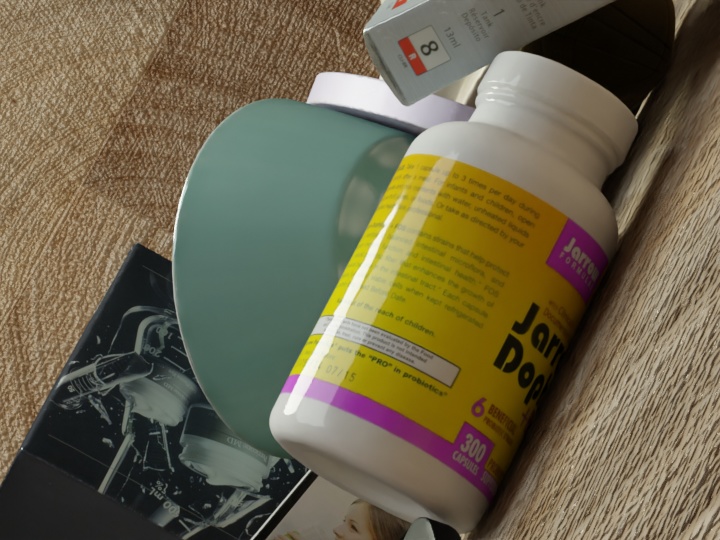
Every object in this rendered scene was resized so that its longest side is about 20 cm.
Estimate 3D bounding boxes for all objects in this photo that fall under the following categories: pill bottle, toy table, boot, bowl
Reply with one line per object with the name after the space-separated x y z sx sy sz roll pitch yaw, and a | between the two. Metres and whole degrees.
0.047 0.007 1.141 0.201 0.104 0.104 -63 4 -12 | pill bottle
0.056 -0.123 1.466 0.200 0.183 0.118 19 86 51 | toy table
0.087 -0.054 1.328 0.200 0.072 0.155 -64 2 -33 | boot
0.000 0.000 1.416 0.105 0.201 0.201 -6 44 37 | bowl

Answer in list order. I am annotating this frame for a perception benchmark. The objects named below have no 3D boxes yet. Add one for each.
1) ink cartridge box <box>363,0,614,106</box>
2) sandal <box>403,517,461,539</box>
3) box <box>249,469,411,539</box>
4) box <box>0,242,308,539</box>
0.106 -0.159 1.222 0.200 0.050 0.162 -29 12 20 | ink cartridge box
-0.016 0.186 1.053 0.201 0.043 0.076 -60 13 -14 | sandal
-0.046 0.169 1.230 0.200 0.060 0.117 -48 -6 -39 | box
-0.096 0.117 1.550 0.104 0.199 0.182 -56 7 47 | box
